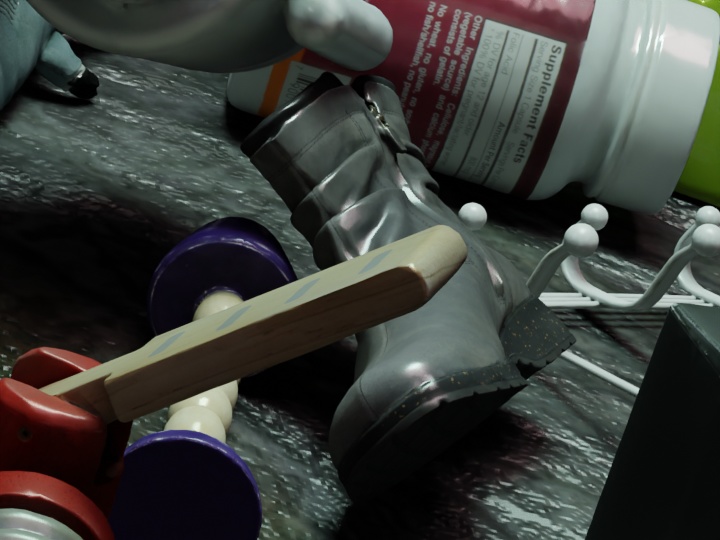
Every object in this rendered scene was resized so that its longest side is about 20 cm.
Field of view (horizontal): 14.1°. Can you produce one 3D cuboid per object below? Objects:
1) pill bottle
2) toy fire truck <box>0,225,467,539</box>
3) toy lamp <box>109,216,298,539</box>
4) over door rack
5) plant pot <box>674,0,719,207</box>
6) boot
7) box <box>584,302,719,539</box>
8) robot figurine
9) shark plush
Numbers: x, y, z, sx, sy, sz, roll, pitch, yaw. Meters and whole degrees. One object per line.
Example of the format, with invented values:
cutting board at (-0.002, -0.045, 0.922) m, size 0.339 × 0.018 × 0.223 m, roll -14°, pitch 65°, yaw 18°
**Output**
pill bottle at (0.050, -0.098, 1.285) m, size 0.199 × 0.115 × 0.114 m, roll 17°, pitch 22°, yaw -5°
toy fire truck at (-0.064, 0.079, 0.660) m, size 0.128 × 0.201 × 0.176 m, roll 16°, pitch 22°, yaw -7°
toy lamp at (-0.050, 0.034, 0.971) m, size 0.058 × 0.058 × 0.200 m, roll 17°, pitch 21°, yaw -5°
over door rack at (0.144, 0.025, 1.136) m, size 0.147 × 0.067 × 0.200 m, roll 0°, pitch 28°, yaw -37°
plant pot at (0.162, -0.157, 1.426) m, size 0.198 × 0.182 × 0.200 m, roll 20°, pitch 23°, yaw 2°
boot at (0.000, 0.000, 1.001) m, size 0.132 × 0.070 × 0.200 m, roll 55°, pitch 13°, yaw 2°
box at (0.176, 0.110, 0.852) m, size 0.199 × 0.149 × 0.124 m, roll 8°, pitch 23°, yaw -26°
robot figurine at (-0.061, -0.130, 1.047) m, size 0.170 × 0.113 × 0.200 m, roll 43°, pitch 10°, yaw 10°
shark plush at (-0.147, -0.098, 1.239) m, size 0.083 × 0.091 × 0.200 m, roll 50°, pitch 13°, yaw 9°
